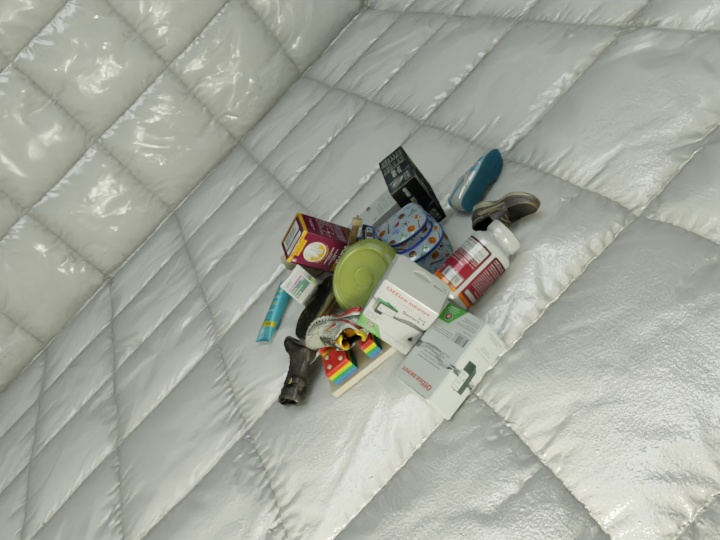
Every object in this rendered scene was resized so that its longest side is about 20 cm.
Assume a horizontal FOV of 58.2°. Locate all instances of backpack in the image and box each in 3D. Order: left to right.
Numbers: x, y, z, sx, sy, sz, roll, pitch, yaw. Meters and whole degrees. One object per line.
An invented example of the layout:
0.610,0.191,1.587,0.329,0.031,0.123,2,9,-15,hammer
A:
0.141,-0.066,1.653,0.199,0.154,0.191,-42,41,-1,backpack

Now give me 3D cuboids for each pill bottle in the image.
0.263,-0.013,1.465,0.200,0.113,0.113,-44,31,1,pill bottle

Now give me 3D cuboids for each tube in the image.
-0.266,0.133,2.016,0.077,0.050,0.204,-14,48,52,tube

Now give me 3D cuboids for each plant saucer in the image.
0.012,0.021,1.590,0.195,0.031,0.206,-4,80,26,plant saucer

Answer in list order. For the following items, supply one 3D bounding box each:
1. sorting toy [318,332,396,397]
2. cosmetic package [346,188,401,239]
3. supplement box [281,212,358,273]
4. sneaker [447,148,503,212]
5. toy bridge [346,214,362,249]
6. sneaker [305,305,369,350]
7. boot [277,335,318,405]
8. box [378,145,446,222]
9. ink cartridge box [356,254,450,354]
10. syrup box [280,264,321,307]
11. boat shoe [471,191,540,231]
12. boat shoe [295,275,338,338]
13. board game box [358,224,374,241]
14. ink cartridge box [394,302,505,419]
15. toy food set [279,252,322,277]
-0.023,0.179,1.635,0.199,0.070,0.200,-39,31,12,sorting toy
0.045,-0.139,1.917,0.199,0.074,0.102,-42,32,5,cosmetic package
-0.108,-0.070,1.806,0.111,0.196,0.087,-56,38,27,supplement box
0.305,-0.246,1.722,0.201,0.077,0.080,-52,29,-14,sneaker
-0.025,-0.051,1.749,0.067,0.026,0.206,-103,23,-73,toy bridge
-0.060,0.153,1.567,0.197,0.078,0.084,-24,38,32,sneaker
-0.184,0.271,1.729,0.199,0.068,0.178,-14,53,63,boot
0.143,-0.227,1.811,0.085,0.164,0.202,-35,33,14,box
0.093,0.079,1.448,0.085,0.144,0.201,-58,-1,-37,ink cartridge box
-0.164,0.049,1.847,0.079,0.081,0.200,-51,-4,-5,syrup box
0.347,-0.130,1.553,0.198,0.074,0.075,-14,52,55,boat shoe
-0.104,0.115,1.808,0.202,0.073,0.076,-55,39,6,boat shoe
0.000,0.000,1.734,0.137,0.034,0.203,-91,13,-50,board game box
0.184,0.187,1.358,0.201,0.083,0.146,-49,31,-7,ink cartridge box
-0.141,-0.052,1.948,0.142,0.199,0.061,-37,64,12,toy food set
